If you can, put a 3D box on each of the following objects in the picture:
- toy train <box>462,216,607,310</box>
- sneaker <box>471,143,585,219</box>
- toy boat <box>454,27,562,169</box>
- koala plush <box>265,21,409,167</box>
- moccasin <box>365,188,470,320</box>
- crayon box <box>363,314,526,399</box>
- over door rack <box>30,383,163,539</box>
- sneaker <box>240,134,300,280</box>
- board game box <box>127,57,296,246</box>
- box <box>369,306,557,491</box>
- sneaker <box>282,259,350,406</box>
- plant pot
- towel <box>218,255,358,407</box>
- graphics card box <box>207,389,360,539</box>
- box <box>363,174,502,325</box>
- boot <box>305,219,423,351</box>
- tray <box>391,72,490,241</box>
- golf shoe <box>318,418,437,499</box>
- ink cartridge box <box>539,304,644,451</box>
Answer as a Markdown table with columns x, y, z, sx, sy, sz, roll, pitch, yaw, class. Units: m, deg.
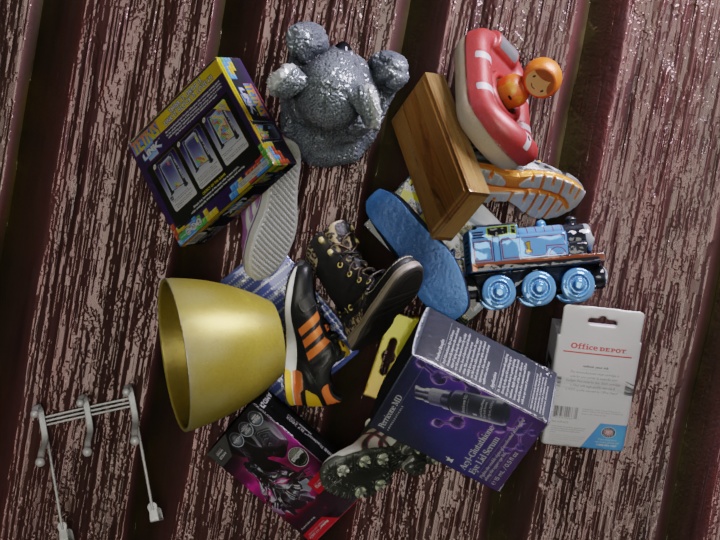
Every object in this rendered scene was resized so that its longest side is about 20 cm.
| x | y | z | sx | sy | sz | roll | pitch | yaw | class |
| --- | --- | --- | --- | --- | --- | --- | --- | --- | --- |
| 0.229 | -0.009 | 1.607 | 0.197 | 0.087 | 0.116 | -5 | 87 | -1 | toy train |
| 0.215 | -0.130 | 1.641 | 0.198 | 0.078 | 0.079 | 13 | 133 | -17 | sneaker |
| 0.202 | -0.233 | 1.566 | 0.130 | 0.130 | 0.202 | -22 | 52 | 31 | toy boat |
| -0.036 | -0.225 | 1.570 | 0.176 | 0.200 | 0.186 | 19 | 94 | -2 | koala plush |
| 0.086 | -0.026 | 1.596 | 0.080 | 0.068 | 0.201 | -32 | 81 | 12 | moccasin |
| 0.115 | 0.142 | 1.667 | 0.198 | 0.051 | 0.128 | 20 | 94 | -2 | crayon box |
| -0.365 | 0.271 | 1.666 | 0.146 | 0.067 | 0.202 | -12 | 93 | 1 | over door rack |
| -0.141 | -0.096 | 1.644 | 0.072 | 0.114 | 0.203 | -2 | 111 | -43 | sneaker |
| -0.198 | -0.153 | 1.584 | 0.199 | 0.056 | 0.166 | -36 | 75 | 32 | board game box |
| 0.133 | 0.167 | 1.563 | 0.198 | 0.105 | 0.149 | 26 | 127 | -2 | box |
| -0.057 | 0.086 | 1.631 | 0.089 | 0.070 | 0.203 | 3 | 100 | 7 | sneaker |
| -0.179 | 0.102 | 1.595 | 0.140 | 0.200 | 0.203 | -7 | 94 | -18 | plant pot |
| -0.112 | 0.076 | 1.681 | 0.144 | 0.024 | 0.201 | -39 | 91 | 4 | towel |
| -0.097 | 0.268 | 1.652 | 0.200 | 0.051 | 0.126 | 42 | 121 | -2 | graphics card box |
| 0.120 | -0.042 | 1.662 | 0.200 | 0.038 | 0.137 | 45 | 92 | -3 | box |
| 0.000 | 0.000 | 1.588 | 0.073 | 0.200 | 0.151 | -21 | 69 | -28 | boot |
| 0.101 | -0.150 | 1.578 | 0.037 | 0.099 | 0.202 | 3 | 53 | -31 | tray |
| 0.020 | 0.245 | 1.623 | 0.198 | 0.088 | 0.078 | -12 | 125 | -33 | golf shoe |
| 0.311 | 0.136 | 1.639 | 0.114 | 0.067 | 0.202 | 6 | 107 | -1 | ink cartridge box |
